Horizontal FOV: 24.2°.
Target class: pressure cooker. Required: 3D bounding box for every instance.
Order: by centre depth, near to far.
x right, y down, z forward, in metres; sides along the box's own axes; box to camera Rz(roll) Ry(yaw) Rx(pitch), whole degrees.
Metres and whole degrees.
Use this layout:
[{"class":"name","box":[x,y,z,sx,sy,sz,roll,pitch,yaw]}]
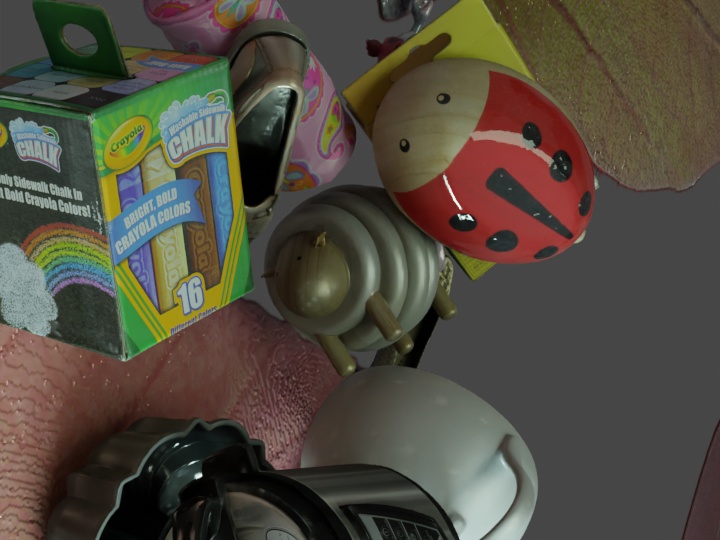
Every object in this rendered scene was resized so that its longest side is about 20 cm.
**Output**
[{"class":"pressure cooker","box":[-0.043,0.219,1.095,0.199,0.175,0.180,5,111,-53]}]

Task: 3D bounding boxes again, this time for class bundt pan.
[{"class":"bundt pan","box":[-0.144,0.193,1.160,0.201,0.075,0.204,-19,114,-51]}]

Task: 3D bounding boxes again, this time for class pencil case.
[{"class":"pencil case","box":[-0.075,-0.142,1.160,0.088,0.087,0.200,-61,140,-24]}]

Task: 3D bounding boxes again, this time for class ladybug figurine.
[{"class":"ladybug figurine","box":[0.098,-0.070,1.205,0.199,0.072,0.136,29,103,-30]}]

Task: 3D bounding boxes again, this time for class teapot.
[{"class":"teapot","box":[0.032,0.179,1.258,0.147,0.196,0.201,-58,162,-35]}]

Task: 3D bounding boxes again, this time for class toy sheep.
[{"class":"toy sheep","box":[0.000,0.000,1.264,0.200,0.137,0.139,-13,110,-63]}]

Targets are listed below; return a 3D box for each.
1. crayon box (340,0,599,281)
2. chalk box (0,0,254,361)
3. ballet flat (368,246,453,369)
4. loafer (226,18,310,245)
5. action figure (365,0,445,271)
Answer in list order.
[{"class":"crayon box","box":[0.078,-0.105,1.252,0.127,0.051,0.200,-36,123,1]},{"class":"chalk box","box":[-0.157,-0.069,1.031,0.124,0.124,0.202,-29,123,-47]},{"class":"ballet flat","box":[0.037,0.068,1.403,0.201,0.046,0.067,-62,142,-22]},{"class":"loafer","box":[-0.080,-0.072,1.122,0.071,0.063,0.201,7,131,-18]},{"class":"action figure","box":[0.048,-0.121,1.349,0.149,0.134,0.200,-41,136,5]}]
